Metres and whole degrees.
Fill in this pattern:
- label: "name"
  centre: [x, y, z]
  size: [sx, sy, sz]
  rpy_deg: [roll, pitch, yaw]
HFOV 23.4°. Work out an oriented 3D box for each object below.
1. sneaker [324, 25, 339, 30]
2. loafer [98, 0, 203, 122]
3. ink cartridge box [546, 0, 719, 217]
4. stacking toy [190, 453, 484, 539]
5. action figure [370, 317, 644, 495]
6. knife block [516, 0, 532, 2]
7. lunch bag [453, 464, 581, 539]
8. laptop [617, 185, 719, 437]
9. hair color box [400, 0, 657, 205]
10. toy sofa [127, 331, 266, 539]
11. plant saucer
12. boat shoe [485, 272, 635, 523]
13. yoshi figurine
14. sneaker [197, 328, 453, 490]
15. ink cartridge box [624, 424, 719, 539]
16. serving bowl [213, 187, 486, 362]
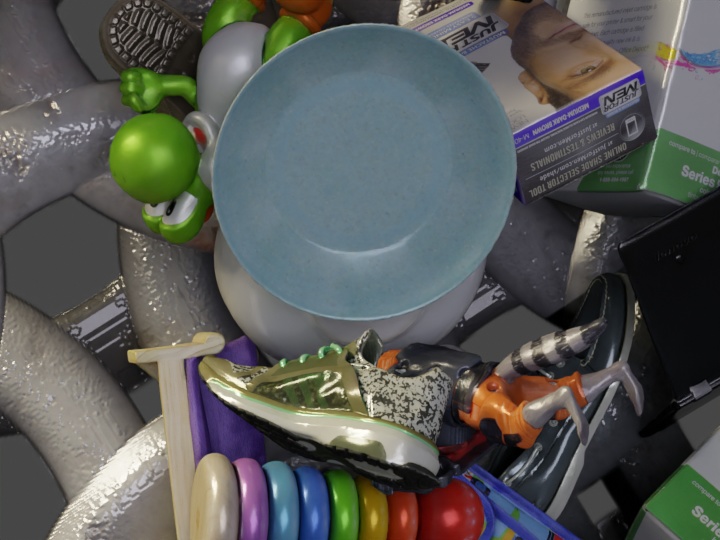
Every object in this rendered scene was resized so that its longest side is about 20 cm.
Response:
- label: "sneaker"
  centre: [-0.009, -0.069, 1.255]
  size: [0.115, 0.076, 0.200]
  rpy_deg: [-32, 117, -2]
- label: "loafer"
  centre: [-0.110, -0.127, 1.263]
  size: [0.200, 0.068, 0.076]
  rpy_deg: [44, 82, -23]
- label: "ink cartridge box"
  centre: [0.214, -0.144, 1.279]
  size: [0.087, 0.145, 0.201]
  rpy_deg: [15, 84, -29]
- label: "stacking toy"
  centre: [-0.012, 0.170, 1.182]
  size: [0.199, 0.085, 0.086]
  rpy_deg: [4, 87, -15]
- label: "action figure"
  centre: [0.092, 0.075, 1.193]
  size: [0.193, 0.200, 0.105]
  rpy_deg: [-1, 109, 29]
- label: "knife block"
  centre: [0.036, -0.220, 1.203]
  size: [0.200, 0.064, 0.176]
  rpy_deg: [-48, 122, -26]
- label: "lunch bag"
  centre: [0.056, 0.217, 1.266]
  size: [0.200, 0.094, 0.151]
  rpy_deg: [37, 102, 3]
- label: "laptop"
  centre: [0.276, 0.014, 1.283]
  size: [0.187, 0.200, 0.116]
  rpy_deg: [-28, 78, -11]
- label: "hair color box"
  centre: [0.110, -0.133, 1.238]
  size: [0.109, 0.200, 0.065]
  rpy_deg: [-27, 127, -11]
- label: "toy sofa"
  centre: [-0.106, 0.145, 1.244]
  size: [0.097, 0.083, 0.201]
  rpy_deg: [-7, 89, -10]
- label: "plant saucer"
  centre: [0.001, -0.066, 1.140]
  size: [0.200, 0.039, 0.202]
  rpy_deg: [-3, 111, -7]
- label: "boat shoe"
  centre: [0.148, 0.090, 1.303]
  size: [0.062, 0.073, 0.201]
  rpy_deg: [21, 90, -13]
- label: "yoshi figurine"
  centre: [-0.105, -0.118, 1.176]
  size: [0.112, 0.112, 0.201]
  rpy_deg: [25, 91, -16]
- label: "sneaker"
  centre: [-0.018, 0.079, 1.152]
  size: [0.199, 0.077, 0.089]
  rpy_deg: [17, 71, 32]
- label: "ink cartridge box"
  centre: [0.283, 0.157, 1.252]
  size: [0.083, 0.147, 0.200]
  rpy_deg: [41, 68, 19]
- label: "serving bowl"
  centre: [0.000, 0.000, 1.229]
  size: [0.199, 0.066, 0.201]
  rpy_deg: [-7, 124, -11]
